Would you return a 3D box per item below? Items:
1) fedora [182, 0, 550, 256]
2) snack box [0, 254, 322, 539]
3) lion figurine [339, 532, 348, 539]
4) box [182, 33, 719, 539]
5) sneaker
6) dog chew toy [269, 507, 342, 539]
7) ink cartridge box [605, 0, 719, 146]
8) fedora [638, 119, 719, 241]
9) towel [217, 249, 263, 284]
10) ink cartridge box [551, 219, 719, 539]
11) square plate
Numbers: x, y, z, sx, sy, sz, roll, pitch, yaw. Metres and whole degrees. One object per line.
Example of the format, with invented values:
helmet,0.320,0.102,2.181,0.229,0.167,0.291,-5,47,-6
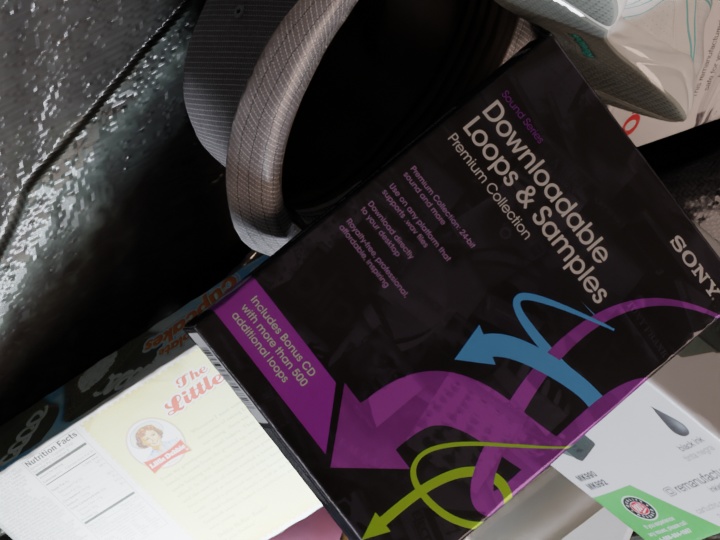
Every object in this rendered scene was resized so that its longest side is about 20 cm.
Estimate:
fedora,-0.004,-0.103,1.061,0.201,0.090,0.177,-55,149,1
snack box,-0.073,0.079,1.139,0.199,0.037,0.116,-32,122,14
lion figurine,0.034,0.102,1.221,0.123,0.072,0.201,83,26,-57
box,0.046,0.016,1.026,0.200,0.143,0.036,-40,-173,-12
sneaker,0.103,-0.134,1.037,0.081,0.070,0.200,-67,153,-8
dog chew toy,-0.030,0.177,1.329,0.124,0.124,0.201,-35,139,-16
ink cartridge box,0.177,-0.154,1.222,0.199,0.084,0.146,-19,139,-36
fedora,0.176,-0.040,1.277,0.200,0.200,0.092,-25,129,-29
towel,0.000,0.000,1.239,0.200,0.034,0.133,-40,149,-9
ink cartridge box,0.114,0.031,1.138,0.084,0.200,0.146,-55,-173,-24
square plate,0.091,0.181,1.304,0.198,0.028,0.201,-28,143,-48
